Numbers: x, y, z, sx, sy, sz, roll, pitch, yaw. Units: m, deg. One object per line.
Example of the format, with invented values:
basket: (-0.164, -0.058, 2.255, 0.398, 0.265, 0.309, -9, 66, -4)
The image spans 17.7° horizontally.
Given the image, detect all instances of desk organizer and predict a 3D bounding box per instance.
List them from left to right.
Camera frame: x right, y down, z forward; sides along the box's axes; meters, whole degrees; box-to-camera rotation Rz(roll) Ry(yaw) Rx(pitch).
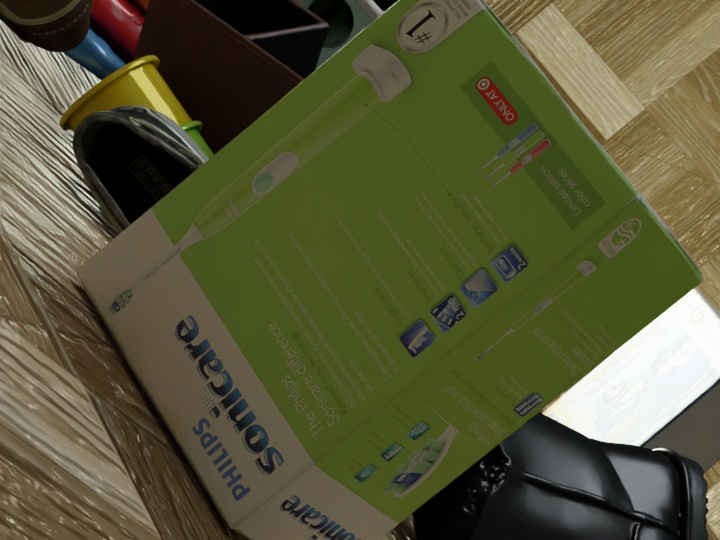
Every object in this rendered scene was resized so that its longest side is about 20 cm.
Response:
desk organizer: (-0.027, -0.073, 1.162, 0.200, 0.077, 0.072, 37, 33, 29)

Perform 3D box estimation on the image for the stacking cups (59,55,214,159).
stacking cups: (-0.067, -0.009, 1.138, 0.200, 0.060, 0.061, 54, 6, 1)

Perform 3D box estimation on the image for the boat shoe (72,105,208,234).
boat shoe: (-0.059, 0.003, 1.073, 0.200, 0.071, 0.064, 43, 5, 3)

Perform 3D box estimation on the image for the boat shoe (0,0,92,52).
boat shoe: (-0.203, -0.194, 1.230, 0.202, 0.075, 0.075, 61, -4, 28)

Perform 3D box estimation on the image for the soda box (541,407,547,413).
soda box: (0.044, 0.043, 1.598, 0.200, 0.064, 0.068, 50, 6, -11)

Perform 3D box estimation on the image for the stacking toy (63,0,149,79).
stacking toy: (-0.102, -0.202, 1.336, 0.116, 0.200, 0.110, 48, 5, 18)

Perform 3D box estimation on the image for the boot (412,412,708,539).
boot: (0.101, 0.167, 1.187, 0.168, 0.076, 0.200, 17, 63, -31)

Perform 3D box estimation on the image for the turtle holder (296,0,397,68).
turtle holder: (0.004, -0.120, 1.323, 0.132, 0.141, 0.186, -44, -126, 56)

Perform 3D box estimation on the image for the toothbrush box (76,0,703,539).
toothbrush box: (0.009, 0.002, 0.921, 0.146, 0.200, 0.086, 54, 6, 34)

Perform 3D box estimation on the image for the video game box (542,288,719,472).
video game box: (0.165, 0.106, 1.456, 0.047, 0.200, 0.182, 48, 6, -9)
